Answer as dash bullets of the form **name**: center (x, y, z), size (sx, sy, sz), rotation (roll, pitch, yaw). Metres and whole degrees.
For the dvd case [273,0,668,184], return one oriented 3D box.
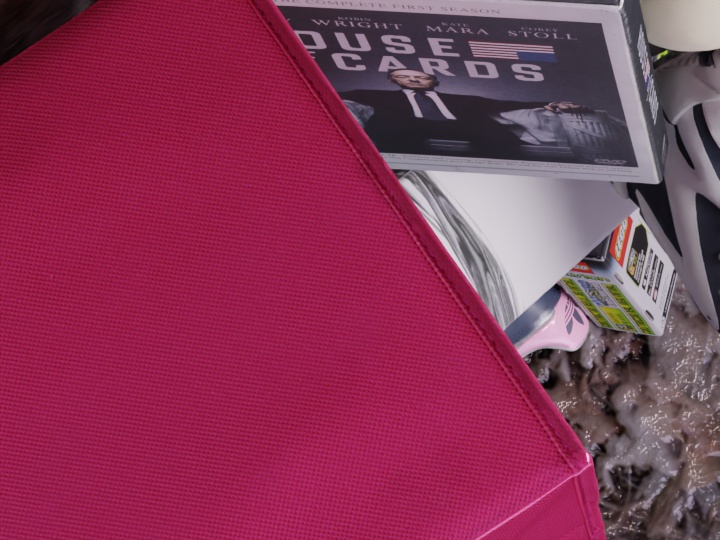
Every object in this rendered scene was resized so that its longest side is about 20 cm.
- **dvd case**: center (0.023, -0.069, 0.977), size (0.200, 0.149, 0.025), rotation (54, 41, -74)

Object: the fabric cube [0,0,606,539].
- **fabric cube**: center (-0.060, 0.052, 0.882), size (0.199, 0.197, 0.200), rotation (-35, 164, -3)

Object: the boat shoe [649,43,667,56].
- **boat shoe**: center (0.141, -0.171, 1.182), size (0.056, 0.069, 0.201), rotation (-12, -137, 36)

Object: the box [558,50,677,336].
- **box**: center (0.133, -0.082, 1.345), size (0.110, 0.035, 0.201), rotation (44, 58, -62)

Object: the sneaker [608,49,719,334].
- **sneaker**: center (0.159, -0.032, 1.093), size (0.079, 0.130, 0.199), rotation (-35, -178, -22)

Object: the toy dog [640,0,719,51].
- **toy dog**: center (0.114, -0.144, 0.899), size (0.139, 0.195, 0.200), rotation (-30, 179, -21)

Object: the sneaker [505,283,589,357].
- **sneaker**: center (0.034, 0.063, 1.399), size (0.200, 0.082, 0.070), rotation (-51, -170, 45)

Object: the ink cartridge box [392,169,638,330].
- **ink cartridge box**: center (0.000, 0.000, 1.215), size (0.200, 0.086, 0.146), rotation (-39, -166, -30)
